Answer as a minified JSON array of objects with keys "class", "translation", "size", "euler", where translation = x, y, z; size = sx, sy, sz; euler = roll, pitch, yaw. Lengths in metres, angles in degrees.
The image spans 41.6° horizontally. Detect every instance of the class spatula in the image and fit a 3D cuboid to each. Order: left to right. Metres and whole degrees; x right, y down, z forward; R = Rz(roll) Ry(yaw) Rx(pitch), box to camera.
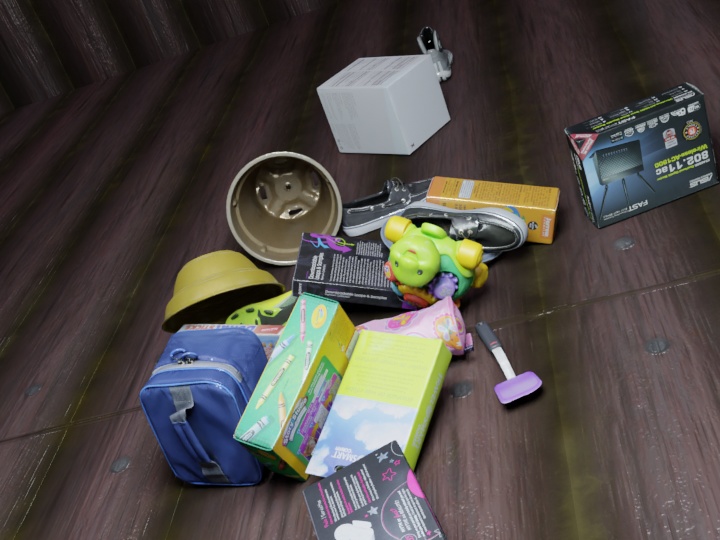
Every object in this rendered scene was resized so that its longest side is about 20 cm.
[{"class":"spatula","translation":[0.183,0.113,1.226],"size":[0.056,0.021,0.200],"euler":[-23,28,1]}]

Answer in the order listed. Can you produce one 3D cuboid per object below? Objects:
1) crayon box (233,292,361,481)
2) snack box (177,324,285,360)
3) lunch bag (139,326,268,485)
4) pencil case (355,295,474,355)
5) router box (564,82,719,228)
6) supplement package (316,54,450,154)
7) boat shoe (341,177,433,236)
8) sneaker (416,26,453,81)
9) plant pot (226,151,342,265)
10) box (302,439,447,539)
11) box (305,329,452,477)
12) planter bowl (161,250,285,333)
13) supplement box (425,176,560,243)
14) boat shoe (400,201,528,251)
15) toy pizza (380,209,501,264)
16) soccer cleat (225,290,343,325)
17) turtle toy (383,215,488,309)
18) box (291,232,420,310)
[{"class":"crayon box","translation":[-0.070,0.144,1.169],"size":[0.058,0.119,0.200],"euler":[14,66,26]},{"class":"snack box","translation":[-0.183,0.116,1.420],"size":[0.199,0.072,0.024],"euler":[-1,34,32]},{"class":"lunch bag","translation":[-0.186,0.173,1.194],"size":[0.135,0.200,0.132],"euler":[-6,35,17]},{"class":"pencil case","translation":[0.048,0.102,1.277],"size":[0.199,0.088,0.088],"euler":[-18,29,8]},{"class":"router box","translation":[0.419,-0.170,1.409],"size":[0.199,0.150,0.062],"euler":[-21,28,3]},{"class":"supplement package","translation":[0.048,-0.342,1.952],"size":[0.200,0.152,0.151],"euler":[9,40,43]},{"class":"boat shoe","translation":[0.053,-0.129,1.676],"size":[0.199,0.066,0.070],"euler":[-21,29,1]},{"class":"sneaker","translation":[0.170,-0.524,2.214],"size":[0.075,0.116,0.200],"euler":[-18,29,8]},{"class":"plant pot","translation":[-0.135,-0.133,1.710],"size":[0.200,0.201,0.184],"euler":[-20,18,4]},{"class":"box","translation":[0.034,0.289,0.916],"size":[0.114,0.132,0.200],"euler":[-27,29,-1]},{"class":"box","translation":[0.024,0.172,1.150],"size":[0.122,0.048,0.200],"euler":[5,59,32]},{"class":"planter bowl","translation":[-0.224,0.023,1.478],"size":[0.200,0.084,0.200],"euler":[-19,-13,-5]},{"class":"supplement box","translation":[0.204,-0.094,1.461],"size":[0.199,0.067,0.069],"euler":[5,36,12]},{"class":"boat shoe","translation":[0.148,-0.058,1.411],"size":[0.199,0.069,0.057],"euler":[9,33,26]},{"class":"toy pizza","translation":[0.131,-0.048,1.487],"size":[0.199,0.032,0.200],"euler":[1,29,-1]},{"class":"soccer cleat","translation":[-0.115,0.064,1.489],"size":[0.200,0.065,0.084],"euler":[-20,6,9]},{"class":"turtle toy","translation":[0.090,-0.005,1.306],"size":[0.145,0.200,0.101],"euler":[20,75,19]},{"class":"box","translation":[0.000,0.000,1.450],"size":[0.199,0.036,0.143],"euler":[8,32,-1]}]
